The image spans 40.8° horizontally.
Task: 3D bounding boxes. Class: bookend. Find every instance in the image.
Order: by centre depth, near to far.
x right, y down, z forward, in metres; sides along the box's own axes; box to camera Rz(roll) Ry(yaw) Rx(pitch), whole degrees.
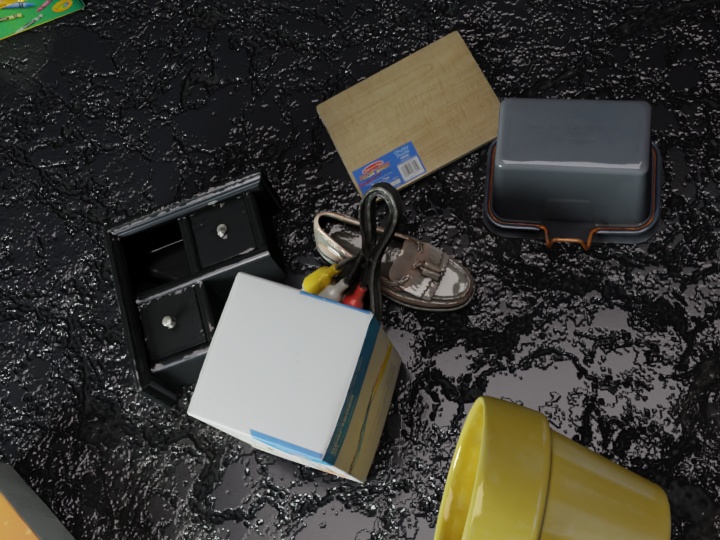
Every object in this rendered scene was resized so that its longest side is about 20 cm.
[{"bbox_3d":[-0.168,0.022,1.096,0.195,0.092,0.203,-19,69,5],"label":"bookend"}]

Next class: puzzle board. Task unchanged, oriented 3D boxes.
[{"bbox_3d":[0.063,-0.182,1.161,0.197,0.017,0.153,-28,69,2],"label":"puzzle board"}]

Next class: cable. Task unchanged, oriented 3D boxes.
[{"bbox_3d":[0.000,0.000,1.037,0.097,0.201,0.050,46,48,12],"label":"cable"}]

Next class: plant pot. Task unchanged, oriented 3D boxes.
[{"bbox_3d":[0.176,0.239,0.902,0.185,0.201,0.204,15,73,0],"label":"plant pot"}]

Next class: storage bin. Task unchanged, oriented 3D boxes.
[{"bbox_3d":[0.224,-0.107,1.036,0.196,0.135,0.148,4,71,14],"label":"storage bin"}]

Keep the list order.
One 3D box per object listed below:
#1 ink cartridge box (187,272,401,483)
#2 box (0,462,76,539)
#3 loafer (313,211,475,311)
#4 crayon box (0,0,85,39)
[{"bbox_3d":[-0.056,0.115,0.980,0.145,0.200,0.147,15,76,16],"label":"ink cartridge box"},{"bbox_3d":[-0.382,0.313,1.035,0.199,0.098,0.125,39,82,21],"label":"box"},{"bbox_3d":[0.033,-0.012,1.080,0.197,0.063,0.073,22,76,19],"label":"loafer"},{"bbox_3d":[-0.486,-0.390,1.329,0.196,0.058,0.121,-19,68,5],"label":"crayon box"}]
